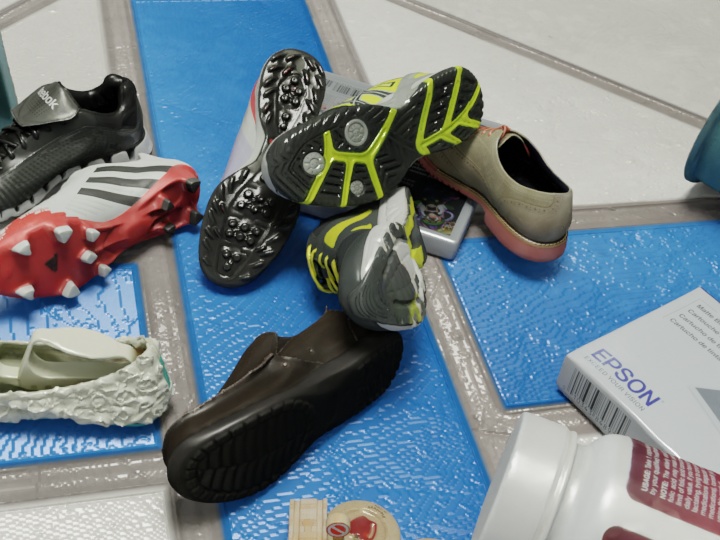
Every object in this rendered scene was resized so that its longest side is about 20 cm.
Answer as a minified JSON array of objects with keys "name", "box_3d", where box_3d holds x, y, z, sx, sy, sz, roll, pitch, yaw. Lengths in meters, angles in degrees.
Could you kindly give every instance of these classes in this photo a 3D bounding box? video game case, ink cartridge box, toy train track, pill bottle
[{"name":"video game case","box_3d":[0.012,-0.099,0.978,0.200,0.023,0.182,19,43,9]},{"name":"ink cartridge box","box_3d":[0.277,0.097,0.795,0.200,0.041,0.200,-22,51,-30]},{"name":"toy train track","box_3d":[-0.073,0.169,0.646,0.200,0.033,0.115,-2,39,-1]},{"name":"pill bottle","box_3d":[0.169,0.162,0.641,0.200,0.114,0.114,22,44,7]}]

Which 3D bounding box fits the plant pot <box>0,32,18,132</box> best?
[{"name":"plant pot","box_3d":[-0.417,-0.169,0.865,0.200,0.196,0.196,20,43,24]}]

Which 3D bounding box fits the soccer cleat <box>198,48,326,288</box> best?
[{"name":"soccer cleat","box_3d":[-0.077,-0.074,0.888,0.068,0.073,0.200,18,73,-8]}]

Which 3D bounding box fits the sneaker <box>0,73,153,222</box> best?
[{"name":"sneaker","box_3d":[-0.254,-0.103,0.886,0.200,0.091,0.066,-28,52,-33]}]

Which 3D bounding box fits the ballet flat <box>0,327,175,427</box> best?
[{"name":"ballet flat","box_3d":[-0.221,0.062,0.732,0.200,0.072,0.072,1,43,-8]}]

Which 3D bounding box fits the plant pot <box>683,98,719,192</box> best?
[{"name":"plant pot","box_3d":[0.409,-0.097,0.930,0.200,0.200,0.196,-31,63,-35]}]

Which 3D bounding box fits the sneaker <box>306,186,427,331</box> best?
[{"name":"sneaker","box_3d":[0.000,0.000,0.810,0.084,0.075,0.200,-16,14,12]}]

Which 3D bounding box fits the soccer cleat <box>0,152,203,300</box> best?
[{"name":"soccer cleat","box_3d":[-0.208,-0.038,0.848,0.085,0.069,0.200,28,42,32]}]

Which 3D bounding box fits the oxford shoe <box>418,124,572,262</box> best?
[{"name":"oxford shoe","box_3d":[0.107,-0.097,0.921,0.070,0.075,0.200,-22,53,-32]}]

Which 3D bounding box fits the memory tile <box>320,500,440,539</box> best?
[{"name":"memory tile","box_3d":[0.041,0.221,0.638,0.200,0.017,0.153,25,45,17]}]

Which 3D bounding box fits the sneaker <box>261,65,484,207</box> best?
[{"name":"sneaker","box_3d":[0.004,-0.100,0.868,0.200,0.076,0.076,-24,18,-33]}]

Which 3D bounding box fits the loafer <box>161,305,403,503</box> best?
[{"name":"loafer","box_3d":[-0.058,0.083,0.739,0.071,0.073,0.200,32,38,29]}]
